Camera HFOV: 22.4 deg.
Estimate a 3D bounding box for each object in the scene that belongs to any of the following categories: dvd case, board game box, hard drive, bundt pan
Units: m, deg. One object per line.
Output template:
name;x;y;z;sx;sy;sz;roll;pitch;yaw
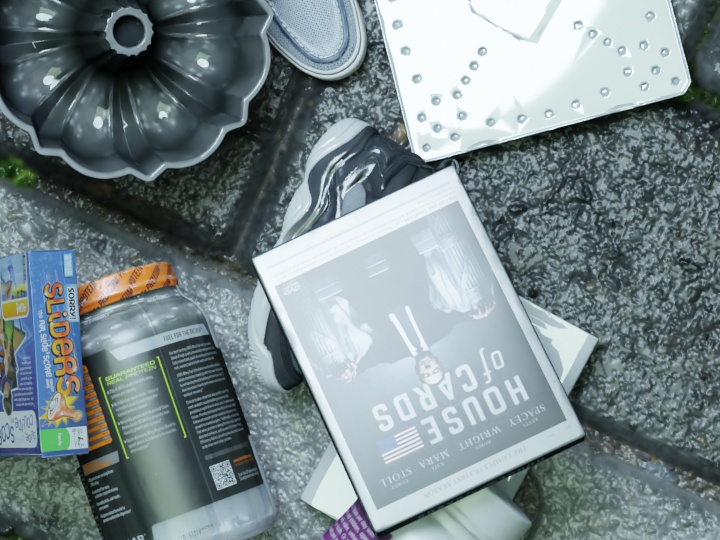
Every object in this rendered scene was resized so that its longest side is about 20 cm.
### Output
dvd case;0.036;0.050;1.179;0.150;0.025;0.200;-25;75;-2
board game box;0.112;-0.195;1.282;0.200;0.026;0.200;-14;86;8
board game box;-0.245;0.061;1.255;0.034;0.200;0.136;-3;87;-31
hard drive;0.062;0.105;1.279;0.132;0.025;0.200;29;92;9
bundt pan;-0.165;-0.164;1.242;0.201;0.076;0.202;-2;98;-17

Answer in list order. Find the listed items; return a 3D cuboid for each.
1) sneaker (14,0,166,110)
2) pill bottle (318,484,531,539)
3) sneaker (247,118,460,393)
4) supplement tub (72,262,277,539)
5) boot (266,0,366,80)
sneaker;-0.228;-0.175;1.302;0.200;0.088;0.081;32;93;4
pill bottle;0.017;0.213;1.210;0.112;0.112;0.200;43;92;8
sneaker;0.000;0.000;1.255;0.114;0.075;0.200;19;87;27
supplement tub;-0.144;0.103;1.264;0.122;0.123;0.200;-20;85;8
boot;-0.066;-0.226;1.279;0.073;0.090;0.200;-33;83;6
